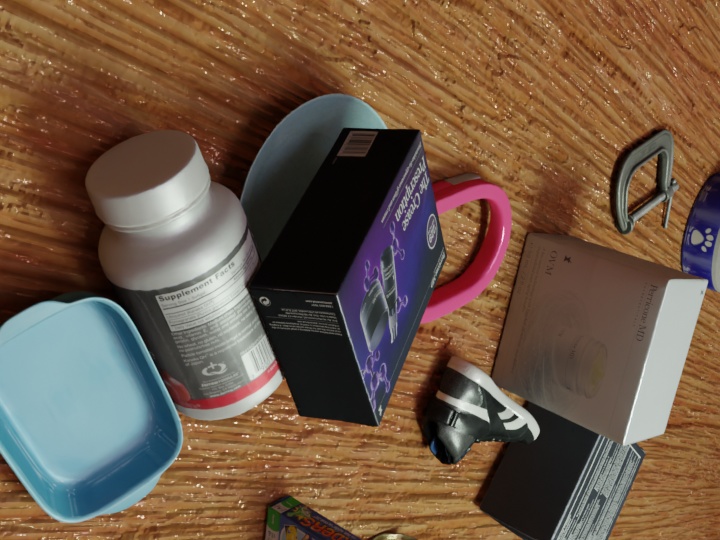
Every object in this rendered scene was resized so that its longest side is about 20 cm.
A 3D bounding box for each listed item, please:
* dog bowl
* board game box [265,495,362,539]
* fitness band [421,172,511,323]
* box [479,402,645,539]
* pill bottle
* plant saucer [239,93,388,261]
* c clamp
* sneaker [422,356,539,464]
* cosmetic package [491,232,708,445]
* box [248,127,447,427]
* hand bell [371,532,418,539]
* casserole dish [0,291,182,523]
[{"bbox_3d":[0.630,-0.064,1.559,0.198,0.078,0.204,-23,123,-42],"label":"dog bowl"},{"bbox_3d":[-0.043,0.345,0.907,0.034,0.134,0.204,-14,117,-49],"label":"board game box"},{"bbox_3d":[0.095,-0.023,0.982,0.198,0.037,0.146,-22,122,-41],"label":"fitness band"},{"bbox_3d":[0.288,0.293,1.282,0.202,0.122,0.198,-61,142,-12],"label":"box"},{"bbox_3d":[-0.127,0.004,0.674,0.110,0.110,0.202,-41,133,-30],"label":"pill bottle"},{"bbox_3d":[-0.044,-0.056,0.803,0.199,0.038,0.205,-24,124,-41],"label":"plant saucer"},{"bbox_3d":[0.422,-0.114,1.332,0.198,0.027,0.174,-24,124,-42],"label":"c clamp"},{"bbox_3d":[0.138,0.194,1.111,0.200,0.073,0.113,42,78,-41],"label":"sneaker"},{"bbox_3d":[0.292,0.078,1.129,0.122,0.198,0.203,0,106,-49],"label":"cosmetic package"},{"bbox_3d":[0.000,0.000,0.738,0.202,0.077,0.143,-64,150,-42],"label":"box"},{"bbox_3d":[0.024,0.425,1.083,0.103,0.104,0.203,-7,125,-47],"label":"hand bell"},{"bbox_3d":[-0.206,0.097,0.665,0.120,0.039,0.202,-32,131,-19],"label":"casserole dish"}]
